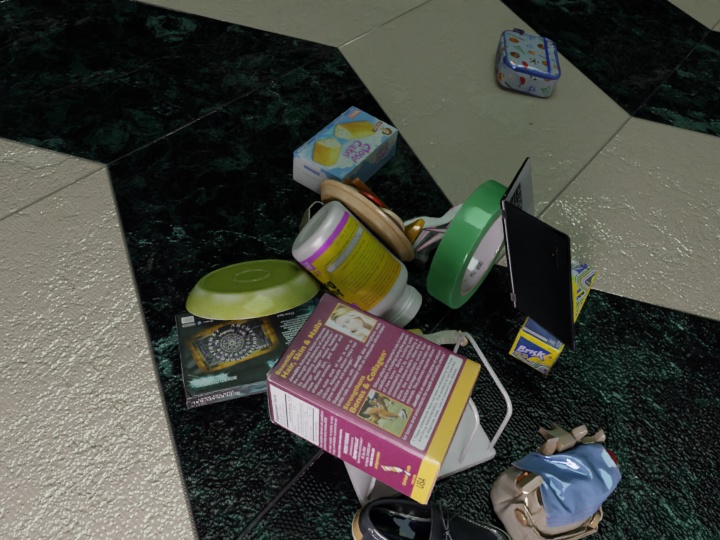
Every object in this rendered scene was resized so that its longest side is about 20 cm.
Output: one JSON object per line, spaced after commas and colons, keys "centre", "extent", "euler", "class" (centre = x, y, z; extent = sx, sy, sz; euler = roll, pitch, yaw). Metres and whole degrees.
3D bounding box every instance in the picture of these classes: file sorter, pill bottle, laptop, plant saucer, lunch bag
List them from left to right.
{"centre": [-0.157, 0.020, 0.894], "extent": [0.195, 0.032, 0.200], "euler": [-4, 17, 1], "class": "plant saucer"}
{"centre": [0.000, 0.000, 0.909], "extent": [0.200, 0.104, 0.105], "euler": [42, 45, -17], "class": "pill bottle"}
{"centre": [0.072, 0.183, 0.790], "extent": [0.196, 0.126, 0.140], "euler": [-14, 51, -20], "class": "file sorter"}
{"centre": [0.414, -0.513, 1.503], "extent": [0.156, 0.076, 0.203], "euler": [12, 49, -1], "class": "lunch bag"}
{"centre": [0.271, -0.030, 0.880], "extent": [0.114, 0.190, 0.201], "euler": [7, 40, 30], "class": "laptop"}

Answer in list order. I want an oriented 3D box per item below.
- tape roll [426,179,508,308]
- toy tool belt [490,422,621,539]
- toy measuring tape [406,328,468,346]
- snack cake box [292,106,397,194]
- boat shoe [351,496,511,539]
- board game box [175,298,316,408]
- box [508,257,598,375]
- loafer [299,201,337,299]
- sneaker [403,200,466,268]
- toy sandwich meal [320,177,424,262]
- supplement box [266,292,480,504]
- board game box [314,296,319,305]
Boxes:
{"centre": [0.177, -0.039, 0.952], "extent": [0.048, 0.203, 0.200], "euler": [31, 50, 21], "class": "tape roll"}
{"centre": [0.261, 0.254, 0.757], "extent": [0.196, 0.124, 0.126], "euler": [-17, 53, -23], "class": "toy tool belt"}
{"centre": [0.075, 0.123, 0.901], "extent": [0.197, 0.074, 0.074], "euler": [0, 43, -41], "class": "toy measuring tape"}
{"centre": [-0.027, -0.224, 1.177], "extent": [0.114, 0.068, 0.200], "euler": [29, 51, 18], "class": "snack cake box"}
{"centre": [0.088, 0.312, 0.719], "extent": [0.195, 0.063, 0.076], "euler": [13, 46, 0], "class": "boat shoe"}
{"centre": [-0.146, 0.103, 0.837], "extent": [0.195, 0.028, 0.137], "euler": [-10, 51, -15], "class": "board game box"}
{"centre": [0.309, 0.064, 0.975], "extent": [0.069, 0.065, 0.200], "euler": [28, 51, 16], "class": "box"}
{"centre": [-0.066, -0.033, 0.997], "extent": [0.073, 0.070, 0.203], "euler": [-6, 50, -14], "class": "loafer"}
{"centre": [0.159, -0.053, 1.061], "extent": [0.196, 0.081, 0.088], "euler": [-19, 64, -14], "class": "sneaker"}
{"centre": [0.019, -0.089, 0.953], "extent": [0.203, 0.206, 0.071], "euler": [35, 78, 21], "class": "toy sandwich meal"}
{"centre": [0.013, 0.136, 0.669], "extent": [0.197, 0.104, 0.132], "euler": [24, 51, 15], "class": "supplement box"}
{"centre": [-0.097, 0.108, 0.886], "extent": [0.197, 0.039, 0.158], "euler": [28, 52, 17], "class": "board game box"}
